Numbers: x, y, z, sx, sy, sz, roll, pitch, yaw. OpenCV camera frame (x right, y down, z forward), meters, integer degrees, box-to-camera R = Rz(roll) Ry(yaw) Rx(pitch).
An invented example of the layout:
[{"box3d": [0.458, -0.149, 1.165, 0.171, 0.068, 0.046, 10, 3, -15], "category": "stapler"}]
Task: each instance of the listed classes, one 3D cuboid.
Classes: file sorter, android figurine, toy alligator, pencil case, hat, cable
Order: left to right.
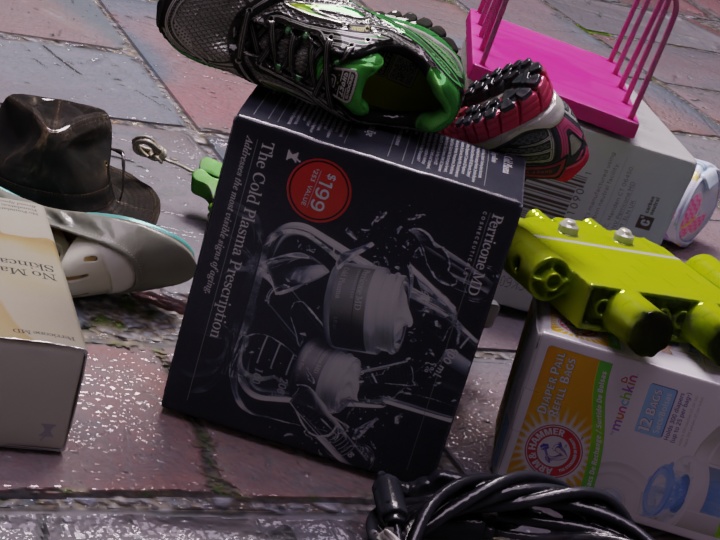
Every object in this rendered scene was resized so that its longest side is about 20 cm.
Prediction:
[{"box3d": [-0.234, -0.090, 1.274, 0.199, 0.081, 0.201, 16, 22, -7], "category": "hat"}, {"box3d": [-0.096, -0.054, 1.335, 0.199, 0.059, 0.055, 17, 62, -1], "category": "toy alligator"}, {"box3d": [0.099, 0.171, 0.946, 0.198, 0.051, 0.163, 15, 22, -8], "category": "cable"}, {"box3d": [0.172, -0.213, 1.349, 0.138, 0.126, 0.200, 20, 21, -4], "category": "file sorter"}, {"box3d": [0.174, 0.005, 1.116, 0.181, 0.041, 0.200, 9, 20, -22], "category": "android figurine"}, {"box3d": [0.258, -0.101, 1.649, 0.199, 0.091, 0.083, 31, 26, 29], "category": "pencil case"}]

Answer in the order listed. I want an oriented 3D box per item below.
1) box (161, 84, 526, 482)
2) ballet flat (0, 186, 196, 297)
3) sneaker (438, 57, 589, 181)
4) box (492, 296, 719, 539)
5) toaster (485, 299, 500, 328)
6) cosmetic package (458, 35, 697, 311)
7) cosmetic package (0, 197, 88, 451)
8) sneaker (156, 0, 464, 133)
[{"box3d": [-0.009, 0.006, 1.053, 0.181, 0.201, 0.104, 16, 20, 0], "category": "box"}, {"box3d": [-0.214, -0.012, 1.153, 0.199, 0.068, 0.064, 17, 49, 2], "category": "ballet flat"}, {"box3d": [0.072, -0.082, 1.138, 0.075, 0.081, 0.200, 49, -23, -20], "category": "sneaker"}, {"box3d": [0.195, 0.098, 1.101, 0.199, 0.113, 0.101, 17, 19, 0], "category": "box"}, {"box3d": [0.000, 0.000, 1.194, 0.199, 0.114, 0.129, 11, 25, -17], "category": "toaster"}, {"box3d": [0.153, -0.075, 1.402, 0.164, 0.166, 0.200, 15, 22, -15], "category": "cosmetic package"}, {"box3d": [-0.235, 0.025, 1.017, 0.104, 0.072, 0.200, 7, 24, -24], "category": "cosmetic package"}, {"box3d": [-0.026, -0.137, 1.011, 0.198, 0.079, 0.085, 13, 23, -12], "category": "sneaker"}]
